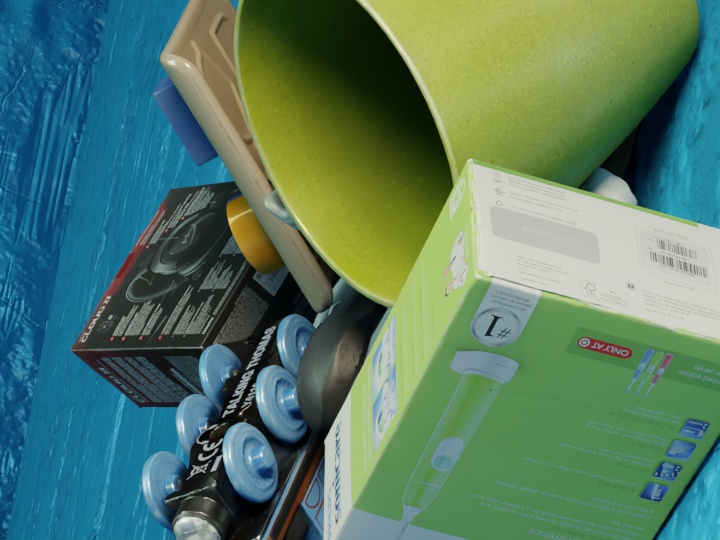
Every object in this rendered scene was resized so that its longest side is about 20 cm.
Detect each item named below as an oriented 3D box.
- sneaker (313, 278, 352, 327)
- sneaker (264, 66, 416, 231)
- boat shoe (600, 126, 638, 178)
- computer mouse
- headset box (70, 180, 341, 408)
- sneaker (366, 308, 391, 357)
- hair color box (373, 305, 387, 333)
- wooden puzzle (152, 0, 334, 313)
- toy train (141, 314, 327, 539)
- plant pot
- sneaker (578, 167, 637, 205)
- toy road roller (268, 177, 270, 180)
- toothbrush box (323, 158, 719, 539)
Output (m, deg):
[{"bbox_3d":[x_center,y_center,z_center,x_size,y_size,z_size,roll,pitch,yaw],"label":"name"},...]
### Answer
[{"bbox_3d":[-0.021,0.096,1.759,0.112,0.073,0.201,154,128,-71],"label":"sneaker"},{"bbox_3d":[0.000,-0.110,1.412,0.076,0.092,0.201,-2,78,53],"label":"sneaker"},{"bbox_3d":[0.118,-0.119,1.458,0.066,0.071,0.202,76,-174,-62],"label":"boat shoe"},{"bbox_3d":[0.000,0.000,1.465,0.059,0.034,0.201,108,180,-62],"label":"computer mouse"},{"bbox_3d":[-0.104,0.017,1.817,0.200,0.077,0.149,-6,48,55],"label":"headset box"},{"bbox_3d":[0.067,0.009,1.498,0.075,0.088,0.201,49,129,30],"label":"sneaker"},{"bbox_3d":[0.009,0.128,1.632,0.100,0.060,0.201,134,148,-63],"label":"hair color box"},{"bbox_3d":[-0.072,-0.079,1.629,0.046,0.186,0.200,-27,18,12],"label":"wooden puzzle"},{"bbox_3d":[-0.051,0.112,1.497,0.086,0.115,0.200,-21,25,28],"label":"toy train"},{"bbox_3d":[0.069,-0.105,1.324,0.187,0.199,0.188,40,145,36],"label":"plant pot"},{"bbox_3d":[0.103,0.017,1.390,0.080,0.070,0.200,-56,-1,-30],"label":"sneaker"},{"bbox_3d":[0.001,-0.089,1.609,0.146,0.123,0.200,-20,30,49],"label":"toy road roller"},{"bbox_3d":[0.082,0.062,1.226,0.086,0.145,0.201,-92,21,-49],"label":"toothbrush box"}]
